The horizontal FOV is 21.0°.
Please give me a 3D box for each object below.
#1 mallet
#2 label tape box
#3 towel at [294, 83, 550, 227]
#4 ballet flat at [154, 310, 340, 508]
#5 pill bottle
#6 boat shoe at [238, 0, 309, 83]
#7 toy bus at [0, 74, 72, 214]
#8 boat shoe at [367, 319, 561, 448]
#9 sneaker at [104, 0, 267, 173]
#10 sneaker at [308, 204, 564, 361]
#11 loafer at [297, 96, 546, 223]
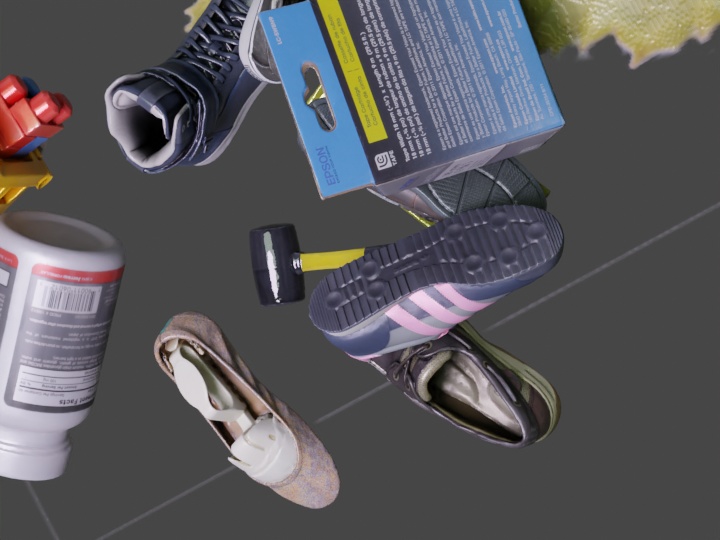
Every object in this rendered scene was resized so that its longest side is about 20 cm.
[{"bbox_3d":[0.000,0.000,1.518,0.198,0.041,0.067,4,101,30],"label":"mallet"},{"bbox_3d":[0.031,-0.137,1.415,0.198,0.063,0.146,-17,83,-19],"label":"label tape box"},{"bbox_3d":[0.046,-0.088,1.512,0.199,0.018,0.086,39,111,11],"label":"towel"},{"bbox_3d":[-0.099,0.121,1.577,0.200,0.067,0.068,46,112,8],"label":"ballet flat"},{"bbox_3d":[-0.268,0.062,1.606,0.115,0.116,0.202,20,106,17],"label":"pill bottle"},{"bbox_3d":[-0.035,-0.238,1.464,0.064,0.070,0.202,7,84,62],"label":"boat shoe"},{"bbox_3d":[-0.332,-0.093,1.567,0.191,0.200,0.137,-33,84,15],"label":"toy bus"},{"bbox_3d":[0.061,0.072,1.507,0.199,0.065,0.074,27,109,16],"label":"boat shoe"},{"bbox_3d":[-0.118,-0.163,1.495,0.077,0.146,0.204,32,107,15],"label":"sneaker"},{"bbox_3d":[0.065,0.012,1.450,0.198,0.082,0.071,-18,55,16],"label":"sneaker"},{"bbox_3d":[0.046,-0.076,1.481,0.198,0.063,0.072,23,76,-1],"label":"loafer"}]
